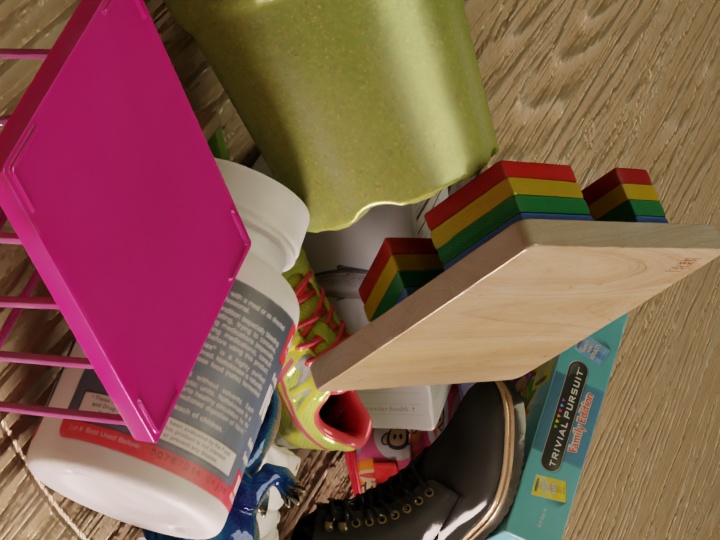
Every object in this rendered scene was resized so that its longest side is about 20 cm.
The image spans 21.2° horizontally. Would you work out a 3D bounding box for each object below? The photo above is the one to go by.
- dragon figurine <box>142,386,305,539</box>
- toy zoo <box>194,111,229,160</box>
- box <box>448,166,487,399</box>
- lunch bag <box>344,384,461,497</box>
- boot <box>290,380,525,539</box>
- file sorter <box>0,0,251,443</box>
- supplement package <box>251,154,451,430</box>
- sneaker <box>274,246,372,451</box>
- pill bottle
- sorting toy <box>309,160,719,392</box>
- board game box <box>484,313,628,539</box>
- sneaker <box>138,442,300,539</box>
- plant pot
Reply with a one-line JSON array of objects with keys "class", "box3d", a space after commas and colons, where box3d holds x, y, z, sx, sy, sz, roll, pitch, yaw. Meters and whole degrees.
[{"class": "dragon figurine", "box3d": [-0.092, 0.147, 1.168, 0.099, 0.059, 0.200, 14, 75, -31]}, {"class": "toy zoo", "box3d": [-0.106, 0.015, 1.252, 0.131, 0.020, 0.200, -58, 145, -49]}, {"class": "box", "box3d": [0.093, 0.027, 1.520, 0.121, 0.032, 0.200, -74, 158, -45]}, {"class": "lunch bag", "box3d": [0.048, 0.177, 1.567, 0.176, 0.082, 0.200, -52, 137, -56]}, {"class": "boot", "box3d": [0.029, 0.162, 1.389, 0.077, 0.138, 0.200, -124, -134, -54]}, {"class": "file sorter", "box3d": [-0.163, -0.033, 0.970, 0.200, 0.125, 0.139, 68, 34, -45]}, {"class": "supplement package", "box3d": [0.000, 0.000, 1.365, 0.117, 0.117, 0.200, -61, 148, -61]}, {"class": "sneaker", "box3d": [-0.036, 0.042, 1.267, 0.078, 0.090, 0.200, -49, 139, -33]}, {"class": "pill bottle", "box3d": [-0.102, 0.042, 1.110, 0.200, 0.119, 0.120, -70, 153, -19]}, {"class": "sorting toy", "box3d": [0.092, 0.002, 1.227, 0.200, 0.199, 0.070, 0, 63, -46]}, {"class": "board game box", "box3d": [0.131, 0.133, 1.492, 0.151, 0.047, 0.200, 134, -21, -64]}, {"class": "sneaker", "box3d": [-0.065, 0.176, 1.290, 0.116, 0.074, 0.200, -62, 149, -22]}, {"class": "plant pot", "box3d": [-0.007, -0.130, 1.167, 0.200, 0.200, 0.184, -38, 107, -61]}]
